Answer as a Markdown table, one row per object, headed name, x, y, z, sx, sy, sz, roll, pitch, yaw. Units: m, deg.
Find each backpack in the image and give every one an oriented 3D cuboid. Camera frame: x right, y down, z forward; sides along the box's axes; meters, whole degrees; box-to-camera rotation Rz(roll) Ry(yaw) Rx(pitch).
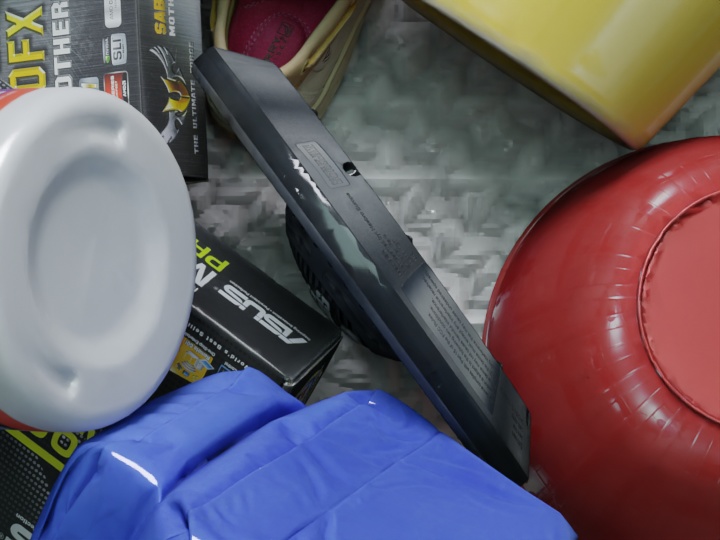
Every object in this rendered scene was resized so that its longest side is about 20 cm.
| name | x | y | z | sx | sy | sz | roll | pitch | yaw |
| --- | --- | --- | --- | --- | --- | --- | --- | --- | --- |
| backpack | -0.042 | 0.148 | 0.779 | 0.167 | 0.162 | 0.201 | 35 | 118 | 21 |

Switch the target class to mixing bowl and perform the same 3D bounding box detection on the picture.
| name | x | y | z | sx | sy | sz | roll | pitch | yaw |
| --- | --- | --- | --- | --- | --- | --- | --- | --- | --- |
| mixing bowl | 0.150 | 0.028 | 0.900 | 0.199 | 0.108 | 0.201 | 0 | 76 | 0 |

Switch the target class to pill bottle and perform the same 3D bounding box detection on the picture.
| name | x | y | z | sx | sy | sz | roll | pitch | yaw |
| --- | --- | --- | --- | --- | --- | --- | --- | --- | --- |
| pill bottle | -0.164 | -0.004 | 0.785 | 0.199 | 0.111 | 0.112 | 1 | 72 | 35 |

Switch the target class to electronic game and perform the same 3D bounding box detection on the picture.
| name | x | y | z | sx | sy | sz | roll | pitch | yaw |
| --- | --- | --- | --- | --- | --- | --- | --- | --- | --- |
| electronic game | 0.000 | 0.000 | 0.859 | 0.042 | 0.200 | 0.200 | -36 | 78 | -1 |

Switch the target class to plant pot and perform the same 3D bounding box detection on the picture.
| name | x | y | z | sx | sy | sz | roll | pitch | yaw |
| --- | --- | --- | --- | --- | --- | --- | --- | --- | --- |
| plant pot | 0.108 | -0.162 | 0.915 | 0.200 | 0.201 | 0.189 | 35 | 94 | 8 |

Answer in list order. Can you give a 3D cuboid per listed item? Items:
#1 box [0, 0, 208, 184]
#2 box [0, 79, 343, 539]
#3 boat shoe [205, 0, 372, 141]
| name | x | y | z | sx | sy | sz | roll | pitch | yaw |
| --- | --- | --- | --- | --- | --- | --- | --- | --- | --- |
| box | -0.141 | -0.129 | 0.914 | 0.158 | 0.048 | 0.201 | -3 | 88 | 29 |
| box | -0.123 | 0.031 | 0.879 | 0.200 | 0.161 | 0.044 | 36 | 35 | 9 |
| boat shoe | -0.013 | -0.152 | 0.965 | 0.073 | 0.069 | 0.201 | 16 | 76 | 4 |
